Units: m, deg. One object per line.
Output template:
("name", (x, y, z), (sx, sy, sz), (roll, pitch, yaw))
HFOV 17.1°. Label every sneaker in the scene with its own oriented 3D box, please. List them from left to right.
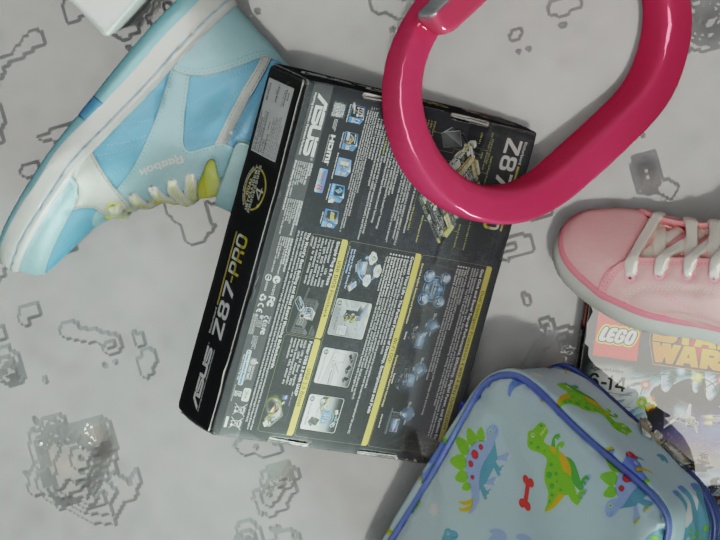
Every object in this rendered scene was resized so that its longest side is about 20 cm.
("sneaker", (-0.103, -0.049, 1.340), (0.130, 0.080, 0.200), (40, 98, -3))
("sneaker", (0.205, -0.008, 1.307), (0.199, 0.076, 0.105), (24, 142, 15))

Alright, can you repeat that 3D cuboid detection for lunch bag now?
("lunch bag", (0.095, 0.161, 1.322), (0.161, 0.082, 0.201), (41, 113, 30))

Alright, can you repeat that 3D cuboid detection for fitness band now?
("fitness band", (0.098, -0.115, 1.305), (0.200, 0.037, 0.144), (-41, 117, -19))

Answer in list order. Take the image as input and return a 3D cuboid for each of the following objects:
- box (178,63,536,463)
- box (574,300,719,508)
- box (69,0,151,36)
("box", (0.000, 0.000, 1.322), (0.160, 0.049, 0.202), (10, 100, -31))
("box", (0.217, 0.094, 1.372), (0.198, 0.040, 0.138), (7, 97, 0))
("box", (-0.112, -0.244, 1.304), (0.124, 0.098, 0.200), (43, 96, -5))
